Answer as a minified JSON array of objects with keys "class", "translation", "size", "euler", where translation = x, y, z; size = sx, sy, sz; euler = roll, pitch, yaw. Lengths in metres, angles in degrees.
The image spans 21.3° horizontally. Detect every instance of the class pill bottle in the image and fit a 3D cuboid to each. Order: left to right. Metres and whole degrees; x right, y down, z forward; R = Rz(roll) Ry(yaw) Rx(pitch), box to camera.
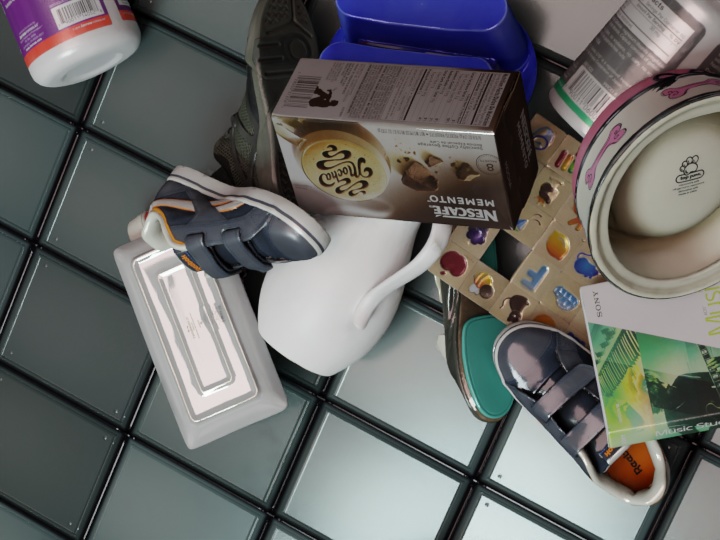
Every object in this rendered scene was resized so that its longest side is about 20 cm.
[{"class":"pill bottle","translation":[-0.291,-0.282,1.799],"size":[0.112,0.112,0.201],"euler":[-24,86,18]},{"class":"pill bottle","translation":[0.263,-0.188,1.624],"size":[0.113,0.113,0.200],"euler":[44,105,10]}]

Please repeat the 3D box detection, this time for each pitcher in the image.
[{"class":"pitcher","translation":[0.000,0.000,1.702],"size":[0.121,0.172,0.201],"euler":[26,102,-28]}]

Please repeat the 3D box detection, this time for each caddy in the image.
[{"class":"caddy","translation":[0.057,-0.186,1.698],"size":[0.198,0.105,0.143],"euler":[9,72,17]}]

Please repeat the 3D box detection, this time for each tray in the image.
[{"class":"tray","translation":[-0.149,0.052,1.751],"size":[0.107,0.022,0.202],"euler":[-23,82,9]}]

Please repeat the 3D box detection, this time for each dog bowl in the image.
[{"class":"dog bowl","translation":[0.263,-0.078,1.583],"size":[0.200,0.199,0.074],"euler":[-49,40,15]}]

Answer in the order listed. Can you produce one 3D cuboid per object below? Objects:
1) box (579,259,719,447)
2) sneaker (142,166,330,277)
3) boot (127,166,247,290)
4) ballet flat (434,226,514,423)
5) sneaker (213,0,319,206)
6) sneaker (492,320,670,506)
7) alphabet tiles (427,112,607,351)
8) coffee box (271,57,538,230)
[{"class":"box","translation":[0.294,0.063,1.618],"size":[0.198,0.036,0.145],"euler":[-12,59,7]},{"class":"sneaker","translation":[-0.112,-0.029,1.670],"size":[0.199,0.078,0.080],"euler":[17,67,46]},{"class":"boot","translation":[-0.117,0.008,1.788],"size":[0.144,0.072,0.201],"euler":[-28,82,16]},{"class":"ballet flat","translation":[0.100,0.038,1.722],"size":[0.068,0.067,0.202],"euler":[-16,76,60]},{"class":"sneaker","translation":[-0.089,-0.150,1.735],"size":[0.114,0.076,0.202],"euler":[-3,91,54]},{"class":"sneaker","translation":[0.198,0.124,1.659],"size":[0.200,0.079,0.078],"euler":[43,95,-7]},{"class":"alphabet tiles","translation":[0.186,-0.013,1.677],"size":[0.199,0.008,0.168],"euler":[35,97,-8]},{"class":"coffee box","translation":[0.039,-0.107,1.604],"size":[0.198,0.080,0.114],"euler":[6,138,21]}]
